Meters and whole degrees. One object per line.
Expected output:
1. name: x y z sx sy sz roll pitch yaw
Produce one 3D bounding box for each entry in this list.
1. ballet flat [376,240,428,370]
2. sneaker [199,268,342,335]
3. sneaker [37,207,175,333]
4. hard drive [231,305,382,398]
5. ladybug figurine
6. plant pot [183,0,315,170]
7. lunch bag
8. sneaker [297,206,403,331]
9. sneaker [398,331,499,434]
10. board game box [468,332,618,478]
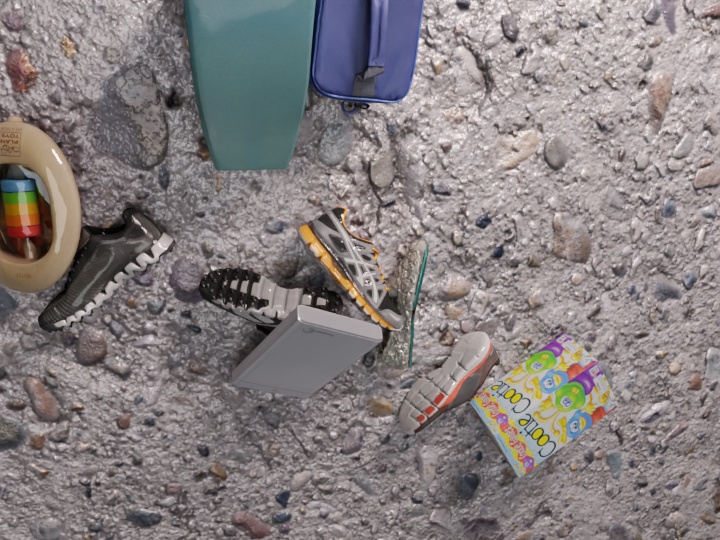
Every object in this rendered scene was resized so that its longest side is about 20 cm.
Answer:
1. ballet flat: 0.056 0.054 0.985 0.070 0.072 0.205 2 109 -16
2. sneaker: -0.126 0.057 0.924 0.195 0.068 0.092 12 137 -5
3. sneaker: -0.339 -0.008 0.853 0.198 0.066 0.091 -38 112 -4
4. hard drive: -0.077 0.118 0.920 0.129 0.027 0.200 16 140 -30
5. ladybug figurine: -0.394 -0.078 0.797 0.132 0.072 0.206 3 104 -2
6. plant pot: -0.134 -0.229 0.789 0.137 0.142 0.205 -3 118 -14
7. lunch bag: -0.002 -0.292 0.802 0.132 0.133 0.205 1 109 -15
8. sneaker: 0.000 0.000 0.928 0.077 0.078 0.201 -41 100 -9
9. sneaker: 0.148 0.193 1.056 0.200 0.077 0.082 -45 121 5
10. board game box: 0.294 0.216 1.086 0.198 0.105 0.104 -35 114 -1
